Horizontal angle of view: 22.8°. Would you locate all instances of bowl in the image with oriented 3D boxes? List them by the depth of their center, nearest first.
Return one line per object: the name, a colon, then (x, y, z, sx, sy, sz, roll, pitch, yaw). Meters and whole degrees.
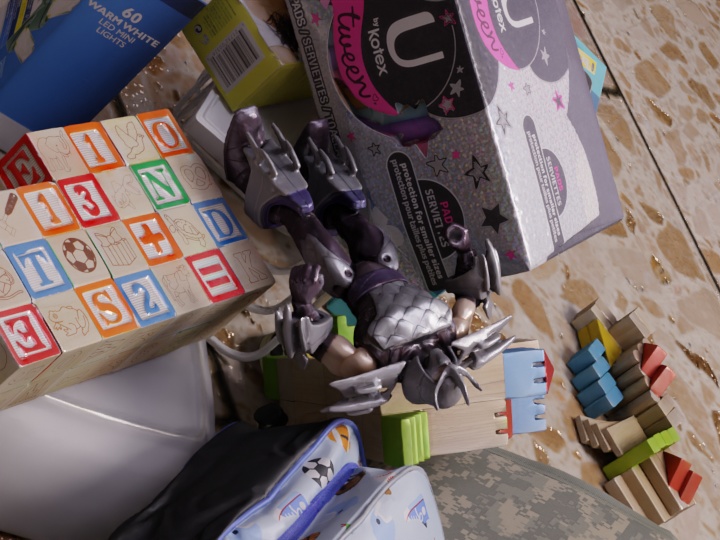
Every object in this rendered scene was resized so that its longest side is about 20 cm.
bowl: (-0.158, 0.041, 0.959, 0.199, 0.075, 0.201, 24, 41, -36)

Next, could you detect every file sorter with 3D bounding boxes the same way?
file sorter: (-0.057, -0.065, 1.128, 0.139, 0.124, 0.200, 41, 35, -13)

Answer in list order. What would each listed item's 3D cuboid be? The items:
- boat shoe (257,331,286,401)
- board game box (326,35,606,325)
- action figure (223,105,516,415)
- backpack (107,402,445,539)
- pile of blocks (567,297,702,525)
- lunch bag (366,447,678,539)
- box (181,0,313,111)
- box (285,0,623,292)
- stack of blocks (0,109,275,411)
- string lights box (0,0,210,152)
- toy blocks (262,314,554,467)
boat shoe: (0.026, 0.070, 1.152, 0.199, 0.065, 0.074, 18, 49, -36)
board game box: (0.073, -0.056, 1.205, 0.047, 0.200, 0.151, 41, 35, -15)
action figure: (0.000, 0.000, 0.929, 0.129, 0.070, 0.200, -10, 48, -35)
backpack: (-0.033, 0.187, 0.884, 0.200, 0.153, 0.192, -37, 123, -52)
pile of blocks: (0.206, 0.098, 1.345, 0.082, 0.062, 0.201, 16, 47, -41)
lunch bag: (0.057, 0.179, 1.038, 0.199, 0.118, 0.164, 30, 31, 15)
box: (-0.022, -0.149, 1.094, 0.076, 0.050, 0.200, 57, 33, 9)
box: (0.055, -0.100, 1.026, 0.132, 0.114, 0.202, -25, 100, -55)
stack of blocks: (-0.146, -0.008, 0.898, 0.116, 0.058, 0.200, 57, 33, 9)
string lights box: (-0.147, -0.159, 1.042, 0.059, 0.200, 0.103, 31, 38, -27)
toy blocks: (0.042, 0.070, 1.021, 0.136, 0.200, 0.101, -5, 91, -23)
